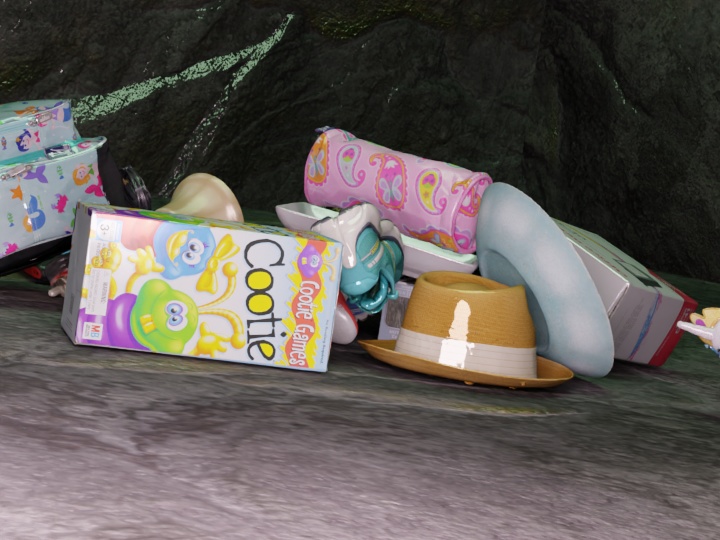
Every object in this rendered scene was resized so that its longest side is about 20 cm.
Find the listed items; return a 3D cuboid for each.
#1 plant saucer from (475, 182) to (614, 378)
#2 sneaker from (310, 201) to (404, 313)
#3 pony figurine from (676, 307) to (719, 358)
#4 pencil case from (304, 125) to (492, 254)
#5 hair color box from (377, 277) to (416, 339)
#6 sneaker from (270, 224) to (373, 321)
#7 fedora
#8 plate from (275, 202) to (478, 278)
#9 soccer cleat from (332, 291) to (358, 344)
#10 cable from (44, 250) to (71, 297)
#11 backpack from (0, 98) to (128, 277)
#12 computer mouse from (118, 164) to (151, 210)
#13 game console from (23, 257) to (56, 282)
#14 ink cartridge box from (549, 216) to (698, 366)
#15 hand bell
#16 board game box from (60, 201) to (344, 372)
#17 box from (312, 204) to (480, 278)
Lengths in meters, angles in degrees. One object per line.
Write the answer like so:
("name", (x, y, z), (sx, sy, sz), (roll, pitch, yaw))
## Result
("plant saucer", (0.153, 0.018, 1.558), (0.038, 0.203, 0.201), (-29, 17, -16))
("sneaker", (0.000, 0.000, 1.506), (0.077, 0.080, 0.200), (-20, -10, 8))
("pony figurine", (0.376, 0.076, 1.411), (0.191, 0.168, 0.200), (0, 21, -13))
("pencil case", (0.038, -0.081, 1.693), (0.199, 0.088, 0.087), (20, 10, 35))
("hair color box", (0.092, 0.043, 1.702), (0.098, 0.061, 0.200), (10, 5, 15))
("sneaker", (-0.070, 0.004, 1.679), (0.198, 0.090, 0.079), (8, 5, -9))
("fedora", (0.095, 0.047, 1.481), (0.198, 0.083, 0.201), (9, 4, -1))
("plate", (0.020, -0.024, 1.694), (0.198, 0.033, 0.200), (17, 4, 4))
("soccer cleat", (-0.092, 0.026, 1.576), (0.199, 0.069, 0.085), (29, 52, 26))
("cable", (-0.221, -0.006, 1.644), (0.097, 0.051, 0.199), (-28, -10, 31))
("backpack", (-0.325, -0.065, 1.527), (0.199, 0.152, 0.177), (-29, 16, -27))
("computer mouse", (-0.177, -0.027, 1.566), (0.034, 0.059, 0.201), (-10, 50, -25))
("game console", (-0.260, -0.003, 1.798), (0.198, 0.031, 0.177), (6, 4, -24))
("ink cartridge box", (0.234, 0.020, 1.745), (0.147, 0.086, 0.199), (38, 11, 28))
("hand bell", (-0.219, -0.028, 1.730), (0.103, 0.105, 0.199), (11, 20, 36))
("board game box", (-0.126, 0.011, 1.360), (0.198, 0.104, 0.105), (7, 4, -17))
("box", (0.052, -0.024, 1.879), (0.199, 0.046, 0.159), (28, -25, -21))
